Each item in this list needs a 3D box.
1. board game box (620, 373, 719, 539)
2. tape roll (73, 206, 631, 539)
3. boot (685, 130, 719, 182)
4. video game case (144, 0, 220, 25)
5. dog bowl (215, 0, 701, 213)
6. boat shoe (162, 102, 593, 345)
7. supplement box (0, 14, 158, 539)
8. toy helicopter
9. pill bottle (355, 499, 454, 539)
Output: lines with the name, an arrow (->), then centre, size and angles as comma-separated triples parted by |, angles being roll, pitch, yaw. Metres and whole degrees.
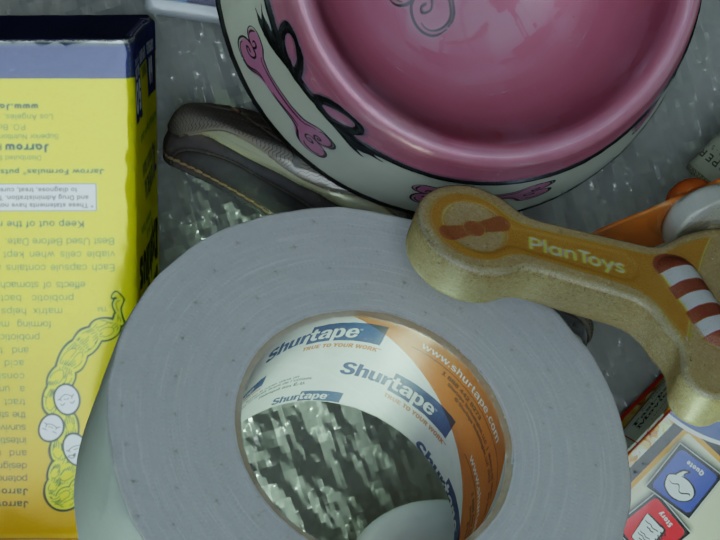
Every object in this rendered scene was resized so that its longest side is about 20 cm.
board game box -> 0.158, 0.128, 1.023 | 0.151, 0.046, 0.200 | 43, 98, -8
tape roll -> -0.003, 0.076, 0.874 | 0.199, 0.201, 0.066 | 20, 144, -5
boot -> 0.184, -0.101, 0.966 | 0.200, 0.072, 0.155 | 40, 100, -11
video game case -> 0.021, -0.182, 0.973 | 0.199, 0.023, 0.183 | 9, 101, -3
dog bowl -> 0.045, -0.121, 0.912 | 0.199, 0.074, 0.202 | 0, 89, -11
boat shoe -> 0.000, 0.000, 0.982 | 0.199, 0.075, 0.074 | 30, 99, -5
supplement box -> -0.139, 0.000, 0.963 | 0.109, 0.109, 0.201 | 0, 102, 0
toy helicopter -> 0.114, 0.001, 0.894 | 0.199, 0.133, 0.079 | 15, 135, -11
pill bottle -> 0.011, 0.195, 0.974 | 0.112, 0.112, 0.200 | 25, 130, -5
